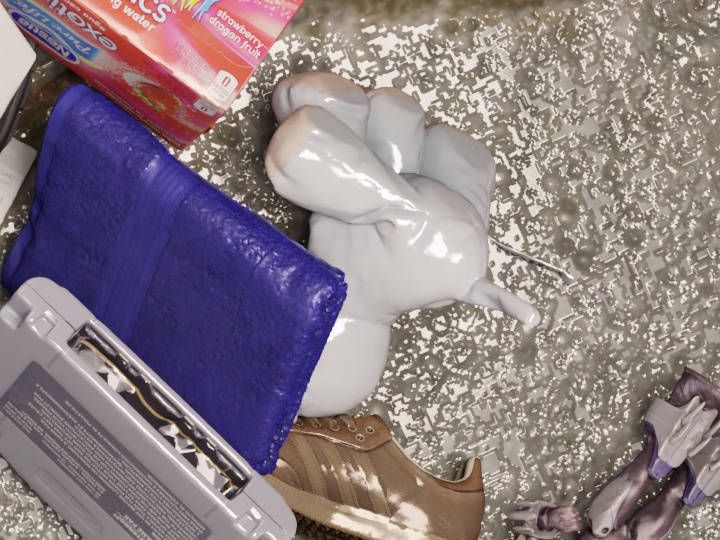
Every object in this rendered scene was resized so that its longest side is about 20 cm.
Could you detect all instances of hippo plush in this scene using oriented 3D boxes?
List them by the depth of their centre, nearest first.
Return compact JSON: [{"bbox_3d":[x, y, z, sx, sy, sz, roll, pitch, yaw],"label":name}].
[{"bbox_3d":[0.000,0.000,1.639,0.200,0.159,0.161,38,115,5],"label":"hippo plush"}]

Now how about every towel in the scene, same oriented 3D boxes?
[{"bbox_3d":[-0.101,0.005,1.585,0.200,0.050,0.148,38,129,20],"label":"towel"}]

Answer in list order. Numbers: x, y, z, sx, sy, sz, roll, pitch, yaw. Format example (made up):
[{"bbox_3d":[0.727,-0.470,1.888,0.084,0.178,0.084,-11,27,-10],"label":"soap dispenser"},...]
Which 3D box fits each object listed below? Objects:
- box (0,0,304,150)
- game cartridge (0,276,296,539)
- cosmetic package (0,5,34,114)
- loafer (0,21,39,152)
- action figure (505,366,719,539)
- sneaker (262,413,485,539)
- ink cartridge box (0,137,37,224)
[{"bbox_3d":[-0.138,-0.169,1.576,0.200,0.095,0.100,36,70,-9],"label":"box"},{"bbox_3d":[-0.136,0.102,1.603,0.200,0.133,0.041,44,50,-2],"label":"game cartridge"},{"bbox_3d":[-0.314,-0.088,1.517,0.199,0.123,0.200,23,75,17],"label":"cosmetic package"},{"bbox_3d":[-0.235,-0.071,1.599,0.070,0.068,0.201,26,73,-19],"label":"loafer"},{"bbox_3d":[0.150,0.151,1.677,0.130,0.069,0.200,39,88,-32],"label":"action figure"},{"bbox_3d":[-0.023,0.112,1.664,0.200,0.070,0.076,23,71,-14],"label":"sneaker"},{"bbox_3d":[-0.297,-0.014,1.627,0.163,0.057,0.200,29,65,-9],"label":"ink cartridge box"}]
